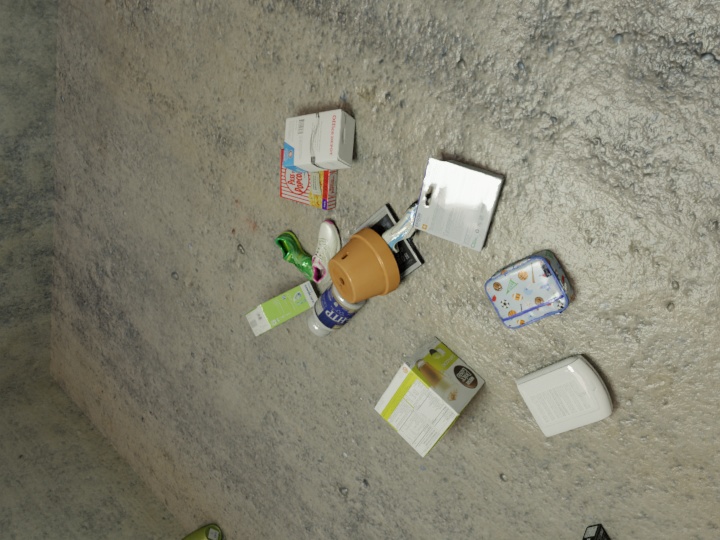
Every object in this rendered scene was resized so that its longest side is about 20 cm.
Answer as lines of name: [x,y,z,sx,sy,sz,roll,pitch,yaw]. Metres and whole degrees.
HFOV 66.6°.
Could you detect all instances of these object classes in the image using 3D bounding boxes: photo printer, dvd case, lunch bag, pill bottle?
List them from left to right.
pill bottle: [-0.082,0.119,1.730,0.120,0.119,0.200,51,128,11]
dvd case: [0.081,-0.070,1.606,0.150,0.025,0.202,-36,82,39]
lunch bag: [0.421,0.053,1.363,0.198,0.075,0.163,-29,90,40]
photo printer: [0.517,0.313,1.379,0.199,0.069,0.168,-35,83,38]

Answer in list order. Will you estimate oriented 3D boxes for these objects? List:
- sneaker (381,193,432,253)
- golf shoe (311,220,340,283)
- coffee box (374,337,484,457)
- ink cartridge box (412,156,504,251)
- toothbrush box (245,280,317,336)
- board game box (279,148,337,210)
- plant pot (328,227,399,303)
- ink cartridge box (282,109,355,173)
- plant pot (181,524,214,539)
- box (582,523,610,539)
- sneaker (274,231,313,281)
sneaker: [0.140,-0.131,1.505,0.072,0.072,0.200,43,113,-2]
golf shoe: [-0.112,-0.053,1.714,0.074,0.091,0.205,11,110,34]
coffee box: [0.196,0.353,1.549,0.197,0.199,0.202,40,124,17]
ink cartridge box: [0.249,-0.174,1.416,0.197,0.043,0.200,22,118,19]
toothbrush box: [-0.255,0.124,1.791,0.145,0.198,0.087,-28,88,55]
board game box: [-0.163,-0.285,1.700,0.197,0.046,0.155,18,115,31]
plant pot: [0.000,0.000,1.567,0.200,0.139,0.202,45,152,32]
ink cartridge box: [-0.120,-0.368,1.580,0.196,0.084,0.148,1,84,31]
plant pot: [-0.749,1.306,2.610,0.188,0.186,0.201,47,112,14]
box: [0.610,0.775,1.382,0.043,0.199,0.162,-35,85,38]
sneaker: [-0.212,-0.037,1.797,0.200,0.083,0.074,48,127,13]
